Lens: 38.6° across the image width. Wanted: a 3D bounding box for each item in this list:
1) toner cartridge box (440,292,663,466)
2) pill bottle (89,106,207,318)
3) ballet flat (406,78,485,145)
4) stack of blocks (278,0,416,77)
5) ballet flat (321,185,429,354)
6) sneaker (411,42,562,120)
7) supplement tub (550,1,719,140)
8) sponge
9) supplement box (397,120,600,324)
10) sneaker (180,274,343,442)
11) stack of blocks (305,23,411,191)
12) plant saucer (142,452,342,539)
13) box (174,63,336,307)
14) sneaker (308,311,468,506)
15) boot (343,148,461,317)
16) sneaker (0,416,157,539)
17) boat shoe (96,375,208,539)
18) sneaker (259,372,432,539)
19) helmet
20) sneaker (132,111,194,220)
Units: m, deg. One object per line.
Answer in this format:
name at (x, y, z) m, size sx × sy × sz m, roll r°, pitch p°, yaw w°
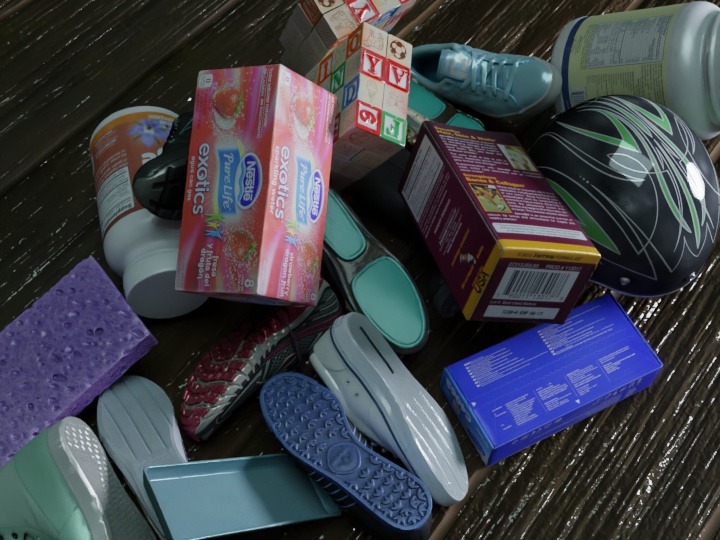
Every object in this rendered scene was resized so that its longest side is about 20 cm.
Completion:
toner cartridge box at (0.186, 0.104, 1.005) m, size 0.198 × 0.043 × 0.096 m, roll -22°, pitch 60°, yaw -17°
pill bottle at (-0.209, -0.059, 1.045) m, size 0.111 × 0.113 × 0.202 m, roll -11°, pitch 59°, yaw -11°
ballet flat at (0.088, -0.151, 1.153) m, size 0.075 × 0.064 × 0.200 m, roll -37°, pitch 68°, yaw -23°
stack of blocks at (-0.027, -0.262, 1.135) m, size 0.114 × 0.200 × 0.059 m, roll -33°, pitch 90°, yaw -23°
ballet flat at (0.000, 0.000, 1.019) m, size 0.073 × 0.073 × 0.201 m, roll -32°, pitch 78°, yaw -22°
sneaker at (0.126, -0.214, 1.145) m, size 0.198 × 0.081 × 0.075 m, roll 12°, pitch 93°, yaw 42°
supplement tub at (0.322, -0.211, 1.115) m, size 0.198 × 0.146 × 0.146 m, roll 2°, pitch 48°, yaw 40°
sponge at (-0.294, 0.091, 0.956) m, size 0.200 × 0.030 × 0.112 m, roll -42°, pitch 65°, yaw -7°
supplement box at (0.124, -0.048, 0.975) m, size 0.109 × 0.086 × 0.201 m, roll 4°, pitch 38°, yaw -26°
sneaker at (-0.091, 0.088, 0.984) m, size 0.200 × 0.075 × 0.080 m, roll -46°, pitch 27°, yaw -16°
stack of blocks at (-0.030, -0.148, 1.052) m, size 0.058 × 0.199 × 0.117 m, roll 18°, pitch 63°, yaw -28°
plant saucer at (-0.098, 0.193, 0.874) m, size 0.199 × 0.019 × 0.070 m, roll 8°, pitch 43°, yaw -51°
box at (-0.092, -0.073, 0.930) m, size 0.094 × 0.102 × 0.203 m, roll 2°, pitch 83°, yaw 30°
sneaker at (0.025, 0.136, 0.961) m, size 0.201 × 0.071 × 0.073 m, roll 57°, pitch 32°, yaw 8°
boot at (0.056, -0.051, 1.066) m, size 0.200 × 0.066 × 0.164 m, roll 41°, pitch 35°, yaw 17°
sneaker at (-0.248, 0.241, 0.886) m, size 0.117 × 0.074 × 0.202 m, roll -31°, pitch 81°, yaw 17°
boat shoe at (-0.189, 0.175, 0.920) m, size 0.071 × 0.063 × 0.200 m, roll -13°, pitch 40°, yaw -22°
sneaker at (-0.017, 0.177, 0.925) m, size 0.070 × 0.078 × 0.200 m, roll -37°, pitch 62°, yaw -24°
helmet at (0.262, -0.075, 1.031) m, size 0.197 × 0.190 × 0.203 m, roll 0°, pitch 90°, yaw -22°
sneaker at (-0.164, -0.107, 0.999) m, size 0.079 × 0.076 × 0.200 m, roll 35°, pitch 30°, yaw 13°
